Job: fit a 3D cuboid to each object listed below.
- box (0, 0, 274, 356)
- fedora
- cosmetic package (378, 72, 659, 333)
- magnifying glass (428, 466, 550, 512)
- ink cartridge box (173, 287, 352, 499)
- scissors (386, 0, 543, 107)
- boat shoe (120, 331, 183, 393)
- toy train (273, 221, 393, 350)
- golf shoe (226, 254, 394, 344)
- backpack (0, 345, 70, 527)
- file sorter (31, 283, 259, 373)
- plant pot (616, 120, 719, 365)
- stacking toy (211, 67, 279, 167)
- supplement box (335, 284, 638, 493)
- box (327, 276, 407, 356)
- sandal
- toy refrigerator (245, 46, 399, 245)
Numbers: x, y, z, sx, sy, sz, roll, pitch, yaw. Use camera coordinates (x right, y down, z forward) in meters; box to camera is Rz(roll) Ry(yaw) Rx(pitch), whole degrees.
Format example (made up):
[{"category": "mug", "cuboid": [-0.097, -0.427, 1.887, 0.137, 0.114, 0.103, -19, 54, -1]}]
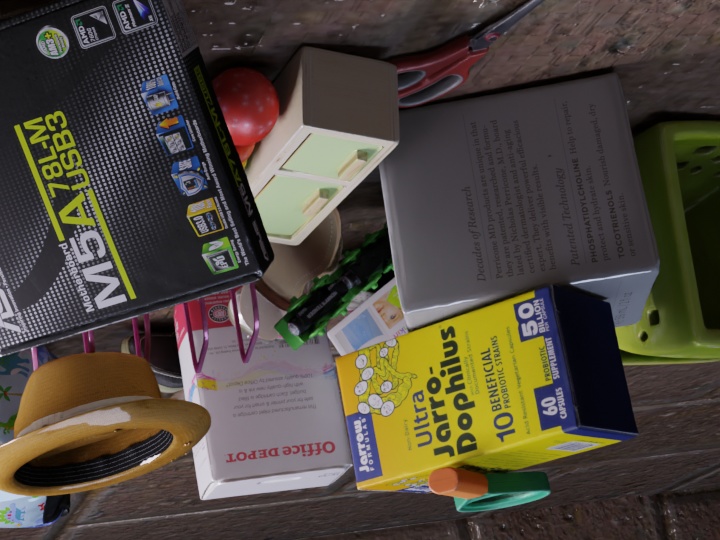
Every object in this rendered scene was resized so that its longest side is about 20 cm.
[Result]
[{"category": "box", "cuboid": [-0.175, -0.066, 0.951, 0.191, 0.202, 0.048, -15, -165, 13]}, {"category": "fedora", "cuboid": [-0.224, 0.120, 1.256, 0.198, 0.083, 0.201, -13, 158, -5]}, {"category": "cosmetic package", "cuboid": [0.122, -0.038, 1.239, 0.198, 0.168, 0.168, -10, 163, 2]}, {"category": "magnifying glass", "cuboid": [0.096, 0.172, 1.203, 0.079, 0.023, 0.200, -16, 162, 18]}, {"category": "ink cartridge box", "cuboid": [-0.102, 0.118, 1.536, 0.146, 0.202, 0.086, -4, 162, -17]}, {"category": "scissors", "cuboid": [0.089, -0.164, 1.090, 0.199, 0.014, 0.073, -24, 155, 34]}, {"category": "boat shoe", "cuboid": [-0.176, 0.091, 1.645, 0.065, 0.074, 0.199, -32, 158, 26]}, {"category": "toy train", "cuboid": [0.000, 0.000, 1.342, 0.200, 0.042, 0.056, -41, 179, -33]}, {"category": "golf shoe", "cuboid": [-0.035, 0.015, 1.494, 0.198, 0.073, 0.092, -9, 145, -25]}, {"category": "backpack", "cuboid": [-0.397, 0.159, 1.545, 0.198, 0.184, 0.148, -2, 138, -15]}, {"category": "file sorter", "cuboid": [-0.192, 0.022, 1.312, 0.198, 0.127, 0.139, -6, 162, -13]}, {"category": "plant pot", "cuboid": [0.300, -0.011, 1.390, 0.197, 0.202, 0.181, 0, 166, -32]}, {"category": "stacking toy", "cuboid": [-0.118, -0.085, 1.125, 0.085, 0.086, 0.200, 1, 152, -31]}, {"category": "supplement box", "cuboid": [0.096, 0.097, 1.183, 0.199, 0.110, 0.109, -21, 160, 30]}, {"category": "box", "cuboid": [0.087, 0.051, 1.466, 0.200, 0.113, 0.101, -40, 152, 7]}, {"category": "sandal", "cuboid": [-0.051, -0.022, 1.379, 0.070, 0.077, 0.212, -41, 167, -39]}, {"category": "toy refrigerator", "cuboid": [-0.045, -0.085, 1.140, 0.075, 0.071, 0.200, 8, 156, -22]}]
